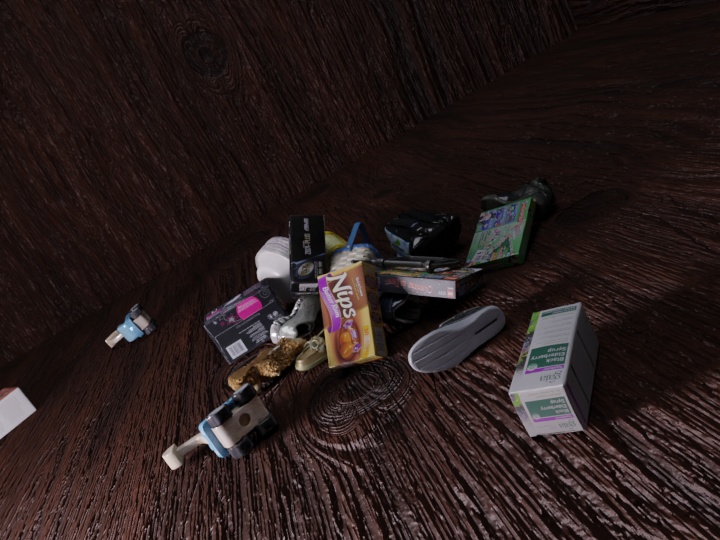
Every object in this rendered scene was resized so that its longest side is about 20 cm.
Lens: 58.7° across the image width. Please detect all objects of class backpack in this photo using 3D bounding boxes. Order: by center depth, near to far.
[{"bbox_3d":[0.149,-0.089,1.655,0.163,0.154,0.200,-38,41,-18],"label":"backpack"}]

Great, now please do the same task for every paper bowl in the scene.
[{"bbox_3d":[-0.209,0.012,1.799,0.200,0.201,0.105,-8,38,48],"label":"paper bowl"}]

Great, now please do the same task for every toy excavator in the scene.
[{"bbox_3d":[-0.288,0.325,1.283,0.194,0.100,0.200,-39,7,-32],"label":"toy excavator"},{"bbox_3d":[-0.882,0.225,2.417,0.200,0.100,0.194,-41,19,-8],"label":"toy excavator"}]

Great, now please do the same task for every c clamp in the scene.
[{"bbox_3d":[0.107,-0.014,1.386,0.199,0.027,0.170,2,6,32],"label":"c clamp"}]

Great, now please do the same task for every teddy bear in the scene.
[{"bbox_3d":[-0.204,0.218,1.460,0.144,0.067,0.200,-16,19,46],"label":"teddy bear"}]

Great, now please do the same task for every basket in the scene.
[{"bbox_3d":[0.000,0.000,1.558,0.138,0.177,0.200,-8,31,27],"label":"basket"}]

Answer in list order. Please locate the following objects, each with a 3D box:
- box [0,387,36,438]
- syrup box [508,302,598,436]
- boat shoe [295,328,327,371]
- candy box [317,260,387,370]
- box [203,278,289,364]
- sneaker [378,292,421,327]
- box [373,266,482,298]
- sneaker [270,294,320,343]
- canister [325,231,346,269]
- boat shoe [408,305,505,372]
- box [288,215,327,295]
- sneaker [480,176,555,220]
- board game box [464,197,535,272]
[{"bbox_3d":[-1.261,0.509,2.211,0.152,0.107,0.200,-12,25,42],"label":"box"},{"bbox_3d":[0.281,0.137,0.914,0.078,0.082,0.200,-18,20,34],"label":"syrup box"},{"bbox_3d":[-0.076,0.149,1.449,0.200,0.063,0.073,-37,19,-22],"label":"boat shoe"},{"bbox_3d":[-0.017,0.094,1.323,0.116,0.202,0.056,-19,-21,28],"label":"candy box"},{"bbox_3d":[-0.302,0.134,1.721,0.199,0.133,0.115,-32,16,-5],"label":"box"},{"bbox_3d":[0.082,0.067,1.425,0.145,0.078,0.202,-4,17,30],"label":"sneaker"},{"bbox_3d":[0.141,0.019,1.355,0.199,0.038,0.136,5,12,33],"label":"box"},{"bbox_3d":[-0.143,0.125,1.628,0.081,0.076,0.200,7,34,30],"label":"sneaker"},{"bbox_3d":[-0.048,-0.030,1.746,0.087,0.148,0.200,-55,18,3],"label":"canister"},{"bbox_3d":[0.169,0.125,1.159,0.199,0.073,0.071,-24,7,-16],"label":"boat shoe"},{"bbox_3d":[-0.134,-0.033,1.583,0.085,0.165,0.200,-1,-10,-7],"label":"box"},{"bbox_3d":[0.398,-0.175,1.588,0.114,0.077,0.199,-38,23,-31],"label":"sneaker"},{"bbox_3d":[0.319,-0.079,1.454,0.134,0.029,0.201,-15,35,36],"label":"board game box"}]
